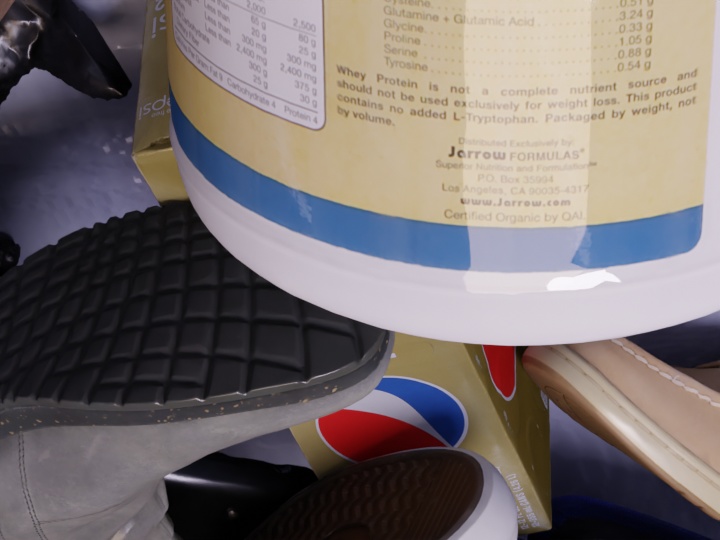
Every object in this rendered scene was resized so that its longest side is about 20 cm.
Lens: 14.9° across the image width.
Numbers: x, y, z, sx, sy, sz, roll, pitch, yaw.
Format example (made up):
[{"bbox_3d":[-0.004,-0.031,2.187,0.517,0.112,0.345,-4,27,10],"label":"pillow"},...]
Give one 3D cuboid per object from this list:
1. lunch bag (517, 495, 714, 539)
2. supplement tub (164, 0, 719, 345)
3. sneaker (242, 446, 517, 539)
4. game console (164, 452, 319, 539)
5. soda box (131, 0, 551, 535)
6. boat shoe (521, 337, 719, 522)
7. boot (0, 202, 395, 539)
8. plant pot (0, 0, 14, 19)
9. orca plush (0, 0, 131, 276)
[{"bbox_3d":[0.112,0.154,0.891,0.169,0.125,0.200,20,-178,11],"label":"lunch bag"},{"bbox_3d":[0.030,-0.103,0.532,0.144,0.145,0.201,0,120,1],"label":"supplement tub"},{"bbox_3d":[-0.011,0.124,0.828,0.085,0.073,0.200,39,126,-21],"label":"sneaker"},{"bbox_3d":[-0.129,0.107,0.862,0.199,0.031,0.177,11,127,-20],"label":"game console"},{"bbox_3d":[0.000,0.000,0.802,0.064,0.068,0.200,-12,138,15],"label":"soda box"},{"bbox_3d":[0.134,0.051,0.872,0.199,0.071,0.065,28,94,-35],"label":"boat shoe"},{"bbox_3d":[-0.066,0.055,0.765,0.199,0.068,0.131,-12,137,19],"label":"boot"},{"bbox_3d":[-0.113,-0.125,0.554,0.186,0.201,0.187,0,140,0],"label":"plant pot"},{"bbox_3d":[-0.138,-0.002,0.798,0.199,0.071,0.105,-31,131,32],"label":"orca plush"}]
